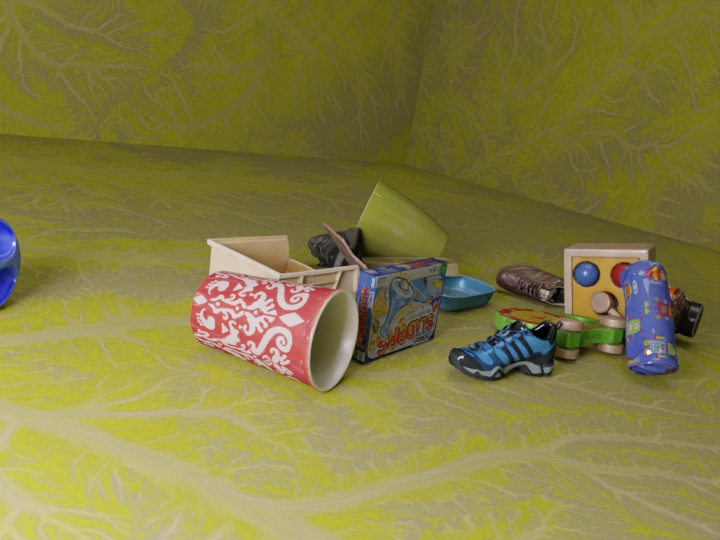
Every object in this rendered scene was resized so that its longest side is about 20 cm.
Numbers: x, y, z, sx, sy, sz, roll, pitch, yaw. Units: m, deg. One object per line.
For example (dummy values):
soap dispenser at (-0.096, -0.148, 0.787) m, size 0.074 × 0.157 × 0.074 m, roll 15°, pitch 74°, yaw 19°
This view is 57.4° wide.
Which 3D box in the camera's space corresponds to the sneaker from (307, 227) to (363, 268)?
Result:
sneaker at (-0.060, -0.023, 1.383) m, size 0.113 × 0.077 × 0.200 m, roll -10°, pitch 29°, yaw 13°

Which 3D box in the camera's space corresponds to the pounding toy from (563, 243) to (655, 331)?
pounding toy at (0.495, 0.055, 1.276) m, size 0.183 × 0.202 × 0.142 m, roll 2°, pitch 9°, yaw 32°

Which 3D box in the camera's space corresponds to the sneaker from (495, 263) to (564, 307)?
sneaker at (0.398, 0.035, 1.449) m, size 0.198 × 0.071 × 0.076 m, roll 11°, pitch 16°, yaw 8°

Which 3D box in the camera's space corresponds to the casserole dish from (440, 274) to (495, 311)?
casserole dish at (0.189, 0.046, 1.339) m, size 0.121 × 0.039 × 0.199 m, roll 23°, pitch 19°, yaw 40°

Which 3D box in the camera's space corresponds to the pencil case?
pencil case at (0.491, 0.083, 1.131) m, size 0.077 × 0.202 × 0.087 m, roll 19°, pitch -30°, yaw -23°

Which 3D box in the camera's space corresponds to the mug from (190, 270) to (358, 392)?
mug at (-0.116, 0.087, 0.904) m, size 0.198 × 0.178 × 0.134 m, roll 12°, pitch 51°, yaw 24°

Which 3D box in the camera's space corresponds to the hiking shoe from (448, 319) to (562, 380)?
hiking shoe at (0.220, 0.115, 1.013) m, size 0.198 × 0.088 × 0.074 m, roll 0°, pitch 17°, yaw -31°

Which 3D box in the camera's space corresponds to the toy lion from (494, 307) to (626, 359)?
toy lion at (0.357, 0.103, 1.214) m, size 0.198 × 0.069 × 0.191 m, roll 0°, pitch 10°, yaw -32°

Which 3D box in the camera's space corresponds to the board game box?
board game box at (0.061, 0.058, 1.029) m, size 0.034 × 0.137 × 0.199 m, roll 19°, pitch 19°, yaw 35°

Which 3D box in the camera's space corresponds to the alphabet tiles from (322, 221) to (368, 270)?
alphabet tiles at (0.000, 0.000, 1.211) m, size 0.008 × 0.168 × 0.200 m, roll -36°, pitch 26°, yaw -6°

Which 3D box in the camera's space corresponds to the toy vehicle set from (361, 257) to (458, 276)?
toy vehicle set at (0.101, -0.009, 1.416) m, size 0.198 × 0.027 × 0.124 m, roll 1°, pitch 6°, yaw -3°

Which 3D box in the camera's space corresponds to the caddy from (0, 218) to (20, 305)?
caddy at (-0.540, -0.003, 0.863) m, size 0.104 × 0.143 × 0.200 m, roll 8°, pitch 15°, yaw 15°

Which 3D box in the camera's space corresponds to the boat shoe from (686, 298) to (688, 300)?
boat shoe at (0.682, 0.077, 1.512) m, size 0.066 × 0.074 × 0.200 m, roll -20°, pitch 20°, yaw -5°

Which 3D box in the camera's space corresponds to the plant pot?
plant pot at (0.097, -0.083, 1.537) m, size 0.199 × 0.188 × 0.187 m, roll 26°, pitch 16°, yaw 2°

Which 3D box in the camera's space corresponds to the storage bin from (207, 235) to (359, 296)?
storage bin at (-0.135, 0.011, 1.154) m, size 0.199 × 0.095 × 0.198 m, roll 22°, pitch 20°, yaw 39°

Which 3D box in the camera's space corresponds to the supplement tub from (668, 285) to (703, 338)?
supplement tub at (0.596, 0.073, 1.364) m, size 0.199 × 0.108 × 0.107 m, roll 19°, pitch 18°, yaw 32°
